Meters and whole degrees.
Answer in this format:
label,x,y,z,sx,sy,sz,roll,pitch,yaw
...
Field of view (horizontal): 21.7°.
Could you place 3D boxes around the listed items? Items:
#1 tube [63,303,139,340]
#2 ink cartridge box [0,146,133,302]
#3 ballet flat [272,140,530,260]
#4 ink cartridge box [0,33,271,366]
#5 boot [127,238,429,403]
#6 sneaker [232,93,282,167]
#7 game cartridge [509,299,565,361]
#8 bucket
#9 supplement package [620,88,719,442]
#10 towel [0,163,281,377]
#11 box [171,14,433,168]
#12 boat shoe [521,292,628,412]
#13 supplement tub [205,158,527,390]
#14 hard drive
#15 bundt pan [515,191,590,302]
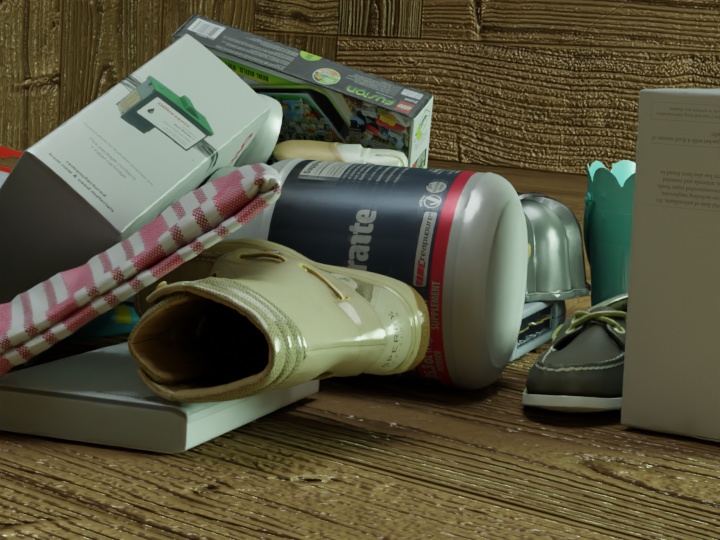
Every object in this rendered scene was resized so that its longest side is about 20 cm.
label,x,y,z,sx,sy,sz,roll,pitch,yaw
tube,-0.219,0.030,1.315,0.077,0.051,0.200,18,7,32
ink cartridge box,-0.232,-0.057,1.392,0.159,0.047,0.200,14,27,-29
ballet flat,0.033,-0.049,1.325,0.200,0.063,0.069,34,16,-3
ink cartridge box,-0.164,-0.050,1.240,0.084,0.146,0.200,41,38,1
boot,-0.083,0.028,1.043,0.199,0.073,0.155,12,11,34
sneaker,-0.143,-0.093,1.359,0.082,0.074,0.199,18,-21,-41
game cartridge,0.070,0.037,1.411,0.132,0.041,0.200,1,6,18
bucket,0.275,-0.014,1.500,0.206,0.136,0.207,4,7,0
supplement package,0.236,-0.005,1.112,0.121,0.201,0.120,7,8,32
towel,-0.132,-0.006,1.051,0.199,0.030,0.146,-32,9,-2
box,-0.045,-0.108,1.386,0.199,0.110,0.035,20,43,19
boat shoe,0.153,0.052,1.198,0.072,0.061,0.202,6,7,23
supplement tub,0.000,0.000,1.228,0.199,0.141,0.140,5,7,18
hard drive,-0.119,0.068,1.081,0.131,0.027,0.200,5,7,18
bundt pan,0.083,-0.025,1.478,0.201,0.076,0.202,2,6,0
